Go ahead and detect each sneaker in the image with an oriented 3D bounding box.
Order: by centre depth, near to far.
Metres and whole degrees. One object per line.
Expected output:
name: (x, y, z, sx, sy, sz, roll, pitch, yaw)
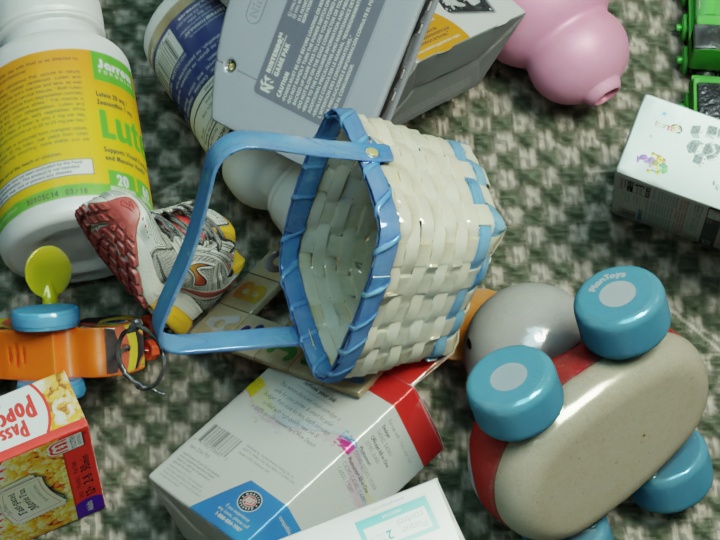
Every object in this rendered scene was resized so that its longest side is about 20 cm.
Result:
sneaker: (-0.133, -0.021, 1.626, 0.082, 0.200, 0.078, -40, 75, -1)

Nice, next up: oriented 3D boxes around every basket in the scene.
basket: (-0.023, -0.013, 1.539, 0.199, 0.177, 0.139, -1, 45, -29)

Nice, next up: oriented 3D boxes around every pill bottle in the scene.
pill bottle: (-0.065, -0.115, 1.718, 0.111, 0.111, 0.200, -26, 61, -13)
pill bottle: (-0.214, -0.102, 1.719, 0.111, 0.111, 0.201, -9, 65, -5)

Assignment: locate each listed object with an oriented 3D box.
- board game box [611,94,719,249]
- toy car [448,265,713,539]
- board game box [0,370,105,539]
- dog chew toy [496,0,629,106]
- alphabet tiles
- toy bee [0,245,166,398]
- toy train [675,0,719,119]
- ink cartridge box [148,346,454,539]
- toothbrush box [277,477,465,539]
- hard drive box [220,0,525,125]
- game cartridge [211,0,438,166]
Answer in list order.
board game box: (0.280, -0.049, 1.679, 0.199, 0.148, 0.064, 20, 84, 7)
toy car: (0.117, 0.078, 1.636, 0.177, 0.185, 0.200, -36, 41, -16)
board game box: (-0.272, 0.150, 1.575, 0.199, 0.152, 0.046, -22, 66, -11)
dog chew toy: (0.127, -0.208, 1.778, 0.124, 0.125, 0.200, -30, 76, -15)
alphabet tiles: (0.000, 0.000, 1.678, 0.167, 0.008, 0.200, 17, 53, 41)
toy bee: (-0.193, 0.060, 1.653, 0.200, 0.109, 0.131, 25, 109, 26)
toy train: (0.259, -0.173, 1.795, 0.042, 0.056, 0.201, 3, 65, 0)
ink cartridge box: (-0.029, 0.116, 1.617, 0.200, 0.067, 0.116, -41, 41, -18)
toothbrush box: (-0.005, 0.227, 1.516, 0.146, 0.200, 0.085, -21, 67, -10)
hard drive box: (-0.007, -0.203, 1.704, 0.200, 0.077, 0.156, 43, 36, 13)
game cartridge: (-0.022, -0.172, 1.605, 0.133, 0.042, 0.201, 29, 108, 22)
